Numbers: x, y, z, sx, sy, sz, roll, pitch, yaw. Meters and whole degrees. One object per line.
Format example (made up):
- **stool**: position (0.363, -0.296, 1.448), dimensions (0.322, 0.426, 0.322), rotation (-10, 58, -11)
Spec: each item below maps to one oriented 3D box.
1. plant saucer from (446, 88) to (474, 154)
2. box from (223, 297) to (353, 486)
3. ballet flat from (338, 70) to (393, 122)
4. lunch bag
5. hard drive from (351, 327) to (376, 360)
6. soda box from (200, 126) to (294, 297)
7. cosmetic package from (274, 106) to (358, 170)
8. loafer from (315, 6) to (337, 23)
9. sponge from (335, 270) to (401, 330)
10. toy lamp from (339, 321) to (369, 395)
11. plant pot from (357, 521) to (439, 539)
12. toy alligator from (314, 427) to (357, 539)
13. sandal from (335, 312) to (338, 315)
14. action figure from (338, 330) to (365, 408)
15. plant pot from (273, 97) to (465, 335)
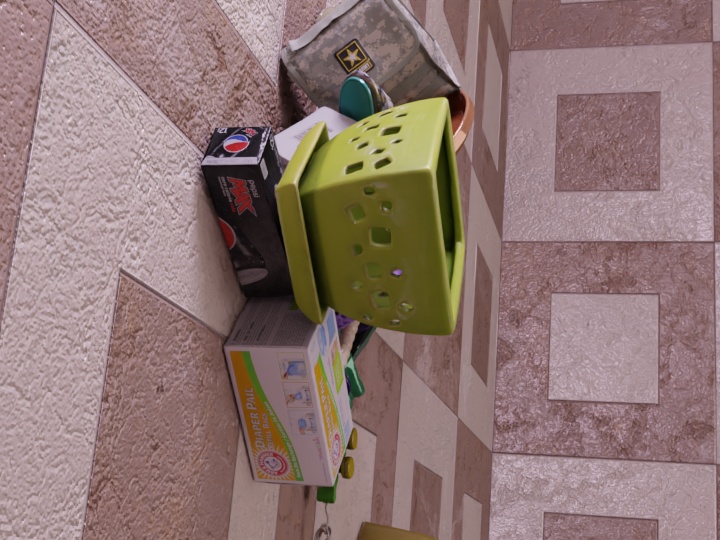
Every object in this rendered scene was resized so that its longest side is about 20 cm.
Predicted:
- **plant saucer**: position (0.071, -0.159, 1.437), dimensions (0.032, 0.199, 0.202), rotation (45, 38, -26)
- **box**: position (-0.079, 0.141, 1.270), dimensions (0.113, 0.100, 0.203), rotation (-67, 154, -55)
- **ballet flat**: position (0.007, -0.188, 1.359), dimensions (0.201, 0.071, 0.073), rotation (103, -2, -56)
- **lunch bag**: position (0.011, -0.268, 1.402), dimensions (0.199, 0.163, 0.119), rotation (34, 27, -51)
- **hard drive**: position (0.020, 0.045, 1.583), dimensions (0.202, 0.037, 0.140), rotation (-63, 173, 24)
- **soda box**: position (-0.113, -0.060, 1.192), dimensions (0.064, 0.069, 0.202), rotation (-76, 161, -43)
- **cosmetic package**: position (-0.043, -0.086, 1.360), dimensions (0.112, 0.081, 0.202), rotation (-33, 134, -28)
- **loafer**: position (0.026, -0.307, 1.532), dimensions (0.068, 0.199, 0.077), rotation (-12, -132, 62)
- **sponge**: position (0.000, 0.000, 1.453), dimensions (0.030, 0.111, 0.201), rotation (54, 13, -25)
- **toy lamp**: position (-0.017, 0.090, 1.418), dimensions (0.201, 0.057, 0.059), rotation (-72, 157, -53)
- **plant pot**: position (0.089, 0.547, 1.736), dimensions (0.195, 0.196, 0.198), rotation (-64, 152, -58)
- **toy alligator**: position (-0.044, 0.273, 1.491), dimensions (0.054, 0.058, 0.203), rotation (65, 30, -58)
- **sandal**: position (-0.037, 0.030, 1.342), dimensions (0.076, 0.043, 0.202), rotation (33, 89, -50)
- **action figure**: position (-0.049, 0.102, 1.478), dimensions (0.118, 0.054, 0.203), rotation (-61, 141, -58)
- **plant pot**: position (0.014, -0.058, 1.192), dimensions (0.200, 0.178, 0.203), rotation (-72, 157, -59)
